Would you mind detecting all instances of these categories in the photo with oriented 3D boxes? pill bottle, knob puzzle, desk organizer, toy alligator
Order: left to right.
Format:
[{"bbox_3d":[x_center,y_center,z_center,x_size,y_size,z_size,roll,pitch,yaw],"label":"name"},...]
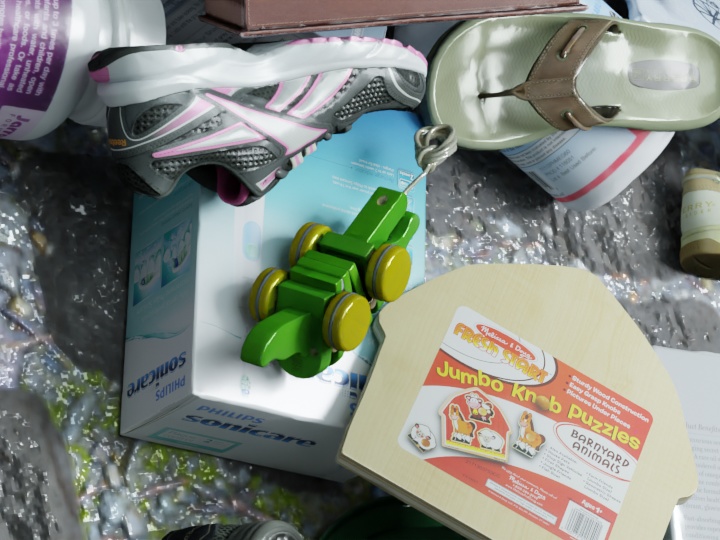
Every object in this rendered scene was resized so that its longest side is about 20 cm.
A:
[{"bbox_3d":[-0.207,-0.127,1.419,0.199,0.112,0.113,7,68,-32],"label":"pill bottle"},{"bbox_3d":[0.000,0.000,1.444,0.200,0.059,0.054,-49,144,-38],"label":"toy alligator"},{"bbox_3d":[0.017,-0.174,1.459,0.199,0.072,0.077,-6,104,-21],"label":"desk organizer"},{"bbox_3d":[0.092,-0.136,1.630,0.200,0.109,0.109,40,54,-16],"label":"pill bottle"},{"bbox_3d":[0.092,0.077,1.479,0.219,0.030,0.220,13,52,-17],"label":"knob puzzle"}]

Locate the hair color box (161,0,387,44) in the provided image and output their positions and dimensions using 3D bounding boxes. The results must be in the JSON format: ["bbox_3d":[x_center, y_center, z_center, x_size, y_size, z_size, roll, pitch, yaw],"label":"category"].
[{"bbox_3d":[-0.092,-0.163,1.521,0.200,0.099,0.061,26,60,-24],"label":"hair color box"}]

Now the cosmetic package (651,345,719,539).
[{"bbox_3d":[0.201,0.153,1.613,0.101,0.071,0.201,9,67,-31],"label":"cosmetic package"}]

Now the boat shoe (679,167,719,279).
[{"bbox_3d":[0.292,-0.022,1.749,0.200,0.073,0.063,7,72,-25],"label":"boat shoe"}]

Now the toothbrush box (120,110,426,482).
[{"bbox_3d":[-0.045,0.001,1.496,0.146,0.085,0.201,13,64,-30],"label":"toothbrush box"}]

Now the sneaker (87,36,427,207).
[{"bbox_3d":[-0.055,-0.078,1.435,0.199,0.080,0.087,-6,96,-33],"label":"sneaker"}]

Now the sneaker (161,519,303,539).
[{"bbox_3d":[-0.061,0.211,1.417,0.076,0.114,0.200,-54,132,-41],"label":"sneaker"}]

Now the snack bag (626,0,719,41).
[{"bbox_3d":[0.231,-0.142,1.729,0.200,0.021,0.189,31,24,-20],"label":"snack bag"}]

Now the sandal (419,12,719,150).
[{"bbox_3d":[0.127,-0.113,1.555,0.200,0.057,0.080,-6,92,-19],"label":"sandal"}]

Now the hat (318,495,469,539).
[{"bbox_3d":[0.083,0.176,1.454,0.166,0.176,0.200,47,52,-12],"label":"hat"}]
